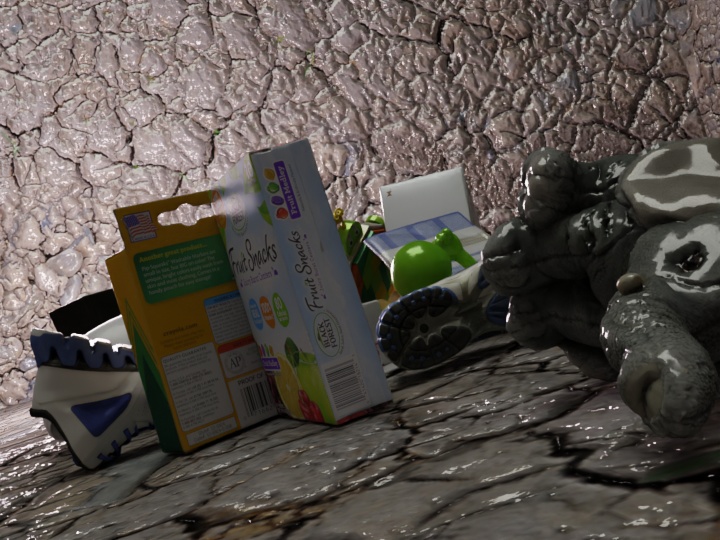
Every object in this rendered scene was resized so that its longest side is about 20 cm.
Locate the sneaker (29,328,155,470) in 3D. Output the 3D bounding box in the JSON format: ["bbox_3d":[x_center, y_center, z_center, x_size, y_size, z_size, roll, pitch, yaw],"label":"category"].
[{"bbox_3d":[-0.207,0.126,0.763,0.199,0.116,0.081,13,-5,-13],"label":"sneaker"}]

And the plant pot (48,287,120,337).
[{"bbox_3d":[-0.344,0.112,1.324,0.199,0.178,0.200,-17,1,-36],"label":"plant pot"}]

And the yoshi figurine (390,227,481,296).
[{"bbox_3d":[0.113,-0.002,0.825,0.199,0.112,0.112,-21,-16,-3],"label":"yoshi figurine"}]

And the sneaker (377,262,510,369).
[{"bbox_3d":[0.102,0.026,0.728,0.199,0.077,0.085,-17,-4,-11],"label":"sneaker"}]

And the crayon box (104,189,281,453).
[{"bbox_3d":[-0.131,0.037,0.714,0.125,0.201,0.052,-17,0,-37],"label":"crayon box"}]

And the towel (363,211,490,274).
[{"bbox_3d":[0.112,-0.002,0.966,0.146,0.024,0.200,-16,38,-24],"label":"towel"}]

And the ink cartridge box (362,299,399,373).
[{"bbox_3d":[-0.050,0.081,0.824,0.116,0.068,0.200,-17,1,-43],"label":"ink cartridge box"}]

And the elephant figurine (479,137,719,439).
[{"bbox_3d":[0.156,0.005,0.391,0.141,0.156,0.200,29,-4,-19],"label":"elephant figurine"}]

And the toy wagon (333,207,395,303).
[{"bbox_3d":[0.000,0.000,1.118,0.039,0.200,0.155,10,54,24],"label":"toy wagon"}]

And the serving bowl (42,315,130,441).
[{"bbox_3d":[-0.286,0.110,0.980,0.200,0.066,0.200,-36,-18,-14],"label":"serving bowl"}]

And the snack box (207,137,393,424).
[{"bbox_3d":[-0.053,0.014,0.653,0.053,0.201,0.142,-18,1,-24],"label":"snack box"}]

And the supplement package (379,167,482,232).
[{"bbox_3d":[0.110,-0.036,1.174,0.116,0.118,0.200,-12,-26,12],"label":"supplement package"}]

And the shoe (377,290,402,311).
[{"bbox_3d":[0.044,0.064,0.945,0.053,0.070,0.200,24,5,10],"label":"shoe"}]
